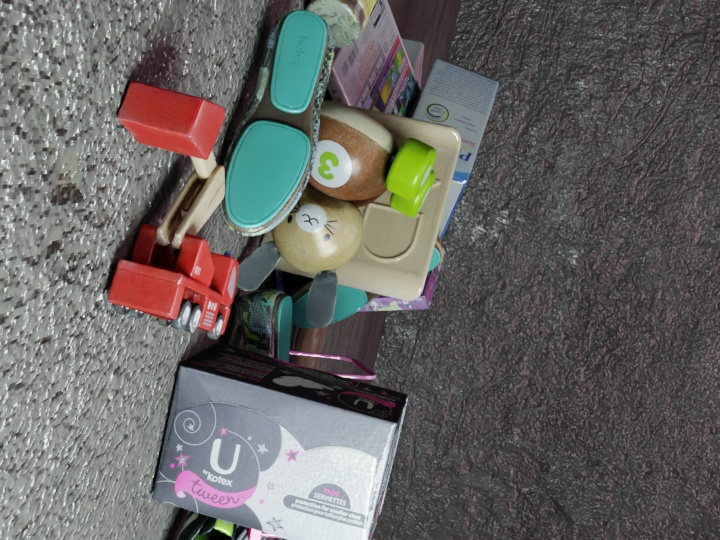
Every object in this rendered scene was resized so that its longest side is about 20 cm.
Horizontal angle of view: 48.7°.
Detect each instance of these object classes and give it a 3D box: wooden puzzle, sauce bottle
[{"bbox_3d":[0.002,-0.078,0.887,0.046,0.184,0.201,68,37,-72],"label":"wooden puzzle"},{"bbox_3d":[-0.002,-0.322,0.860,0.065,0.064,0.201,96,12,-52],"label":"sauce bottle"}]

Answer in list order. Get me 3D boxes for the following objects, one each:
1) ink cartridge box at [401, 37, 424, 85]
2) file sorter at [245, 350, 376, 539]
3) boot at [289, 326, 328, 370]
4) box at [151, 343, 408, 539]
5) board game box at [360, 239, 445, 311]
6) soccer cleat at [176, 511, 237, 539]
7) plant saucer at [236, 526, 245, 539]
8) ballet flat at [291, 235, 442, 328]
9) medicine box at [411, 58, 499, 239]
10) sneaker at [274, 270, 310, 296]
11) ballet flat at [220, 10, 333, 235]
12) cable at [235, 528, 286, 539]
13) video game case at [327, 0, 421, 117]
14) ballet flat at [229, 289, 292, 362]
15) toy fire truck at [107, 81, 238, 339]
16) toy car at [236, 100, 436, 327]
[{"bbox_3d":[0.032,-0.240,1.223,0.146,0.083,0.201,91,15,-60],"label":"ink cartridge box"},{"bbox_3d":[-0.064,0.202,0.944,0.139,0.124,0.202,-163,-98,-76],"label":"file sorter"},{"bbox_3d":[-0.081,0.134,1.130,0.187,0.064,0.201,-95,-159,-68],"label":"boot"},{"bbox_3d":[-0.070,0.162,0.733,0.115,0.199,0.133,-22,126,-80],"label":"box"},{"bbox_3d":[0.010,0.009,1.105,0.120,0.199,0.032,-72,149,-42],"label":"board game box"},{"bbox_3d":[-0.145,0.250,0.808,0.081,0.067,0.201,-37,-156,46],"label":"soccer cleat"},{"bbox_3d":[-0.147,0.340,1.202,0.200,0.027,0.202,15,90,-83],"label":"plant saucer"},{"bbox_3d":[0.000,0.000,0.931,0.068,0.199,0.073,55,12,-35],"label":"ballet flat"},{"bbox_3d":[0.110,-0.165,1.161,0.183,0.102,0.201,107,4,-59],"label":"medicine box"},{"bbox_3d":[-0.055,-0.048,0.963,0.085,0.077,0.201,21,83,-79],"label":"sneaker"},{"bbox_3d":[-0.069,-0.120,0.682,0.074,0.074,0.201,73,36,-77],"label":"ballet flat"},{"bbox_3d":[-0.142,0.432,1.105,0.201,0.069,0.200,-64,161,6],"label":"cable"},{"bbox_3d":[0.019,-0.246,1.041,0.183,0.023,0.201,62,37,-40],"label":"video game case"},{"bbox_3d":[-0.105,0.119,0.831,0.074,0.074,0.202,-22,114,-82],"label":"ballet flat"},{"bbox_3d":[-0.121,-0.031,0.554,0.200,0.048,0.142,63,42,-80],"label":"toy fire truck"},{"bbox_3d":[-0.041,-0.054,0.787,0.201,0.163,0.158,-63,172,-4],"label":"toy car"}]
